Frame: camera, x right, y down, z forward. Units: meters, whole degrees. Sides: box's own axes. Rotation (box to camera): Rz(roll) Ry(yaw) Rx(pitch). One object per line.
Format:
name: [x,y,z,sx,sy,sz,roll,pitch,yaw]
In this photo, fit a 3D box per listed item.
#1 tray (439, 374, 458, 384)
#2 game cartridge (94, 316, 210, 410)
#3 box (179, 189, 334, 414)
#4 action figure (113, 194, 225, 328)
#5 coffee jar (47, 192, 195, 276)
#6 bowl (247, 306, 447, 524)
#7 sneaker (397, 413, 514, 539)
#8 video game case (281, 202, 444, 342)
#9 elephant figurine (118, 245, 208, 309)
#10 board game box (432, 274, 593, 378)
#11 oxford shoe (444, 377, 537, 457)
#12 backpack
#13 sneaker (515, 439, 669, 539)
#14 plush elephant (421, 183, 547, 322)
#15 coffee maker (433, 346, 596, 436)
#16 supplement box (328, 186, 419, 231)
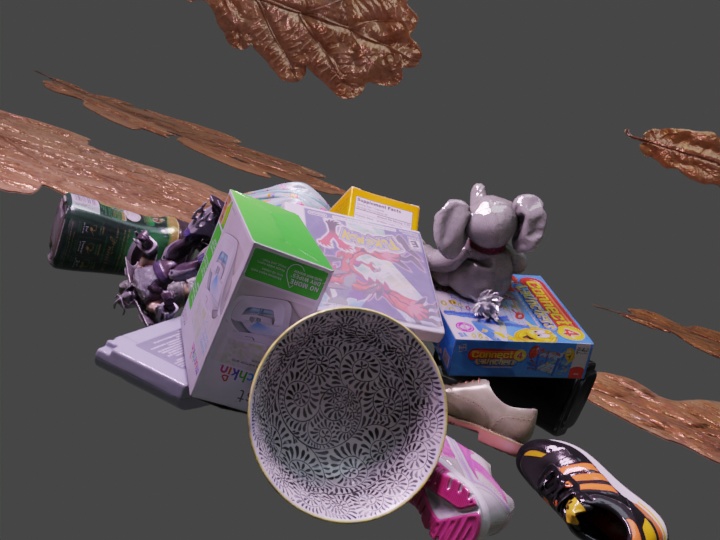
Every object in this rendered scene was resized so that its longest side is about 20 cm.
tray: [0.049,0.150,1.191,0.198,0.022,0.107,21,14,3]
game cartridge: [-0.198,0.105,0.983,0.132,0.041,0.200,20,13,16]
box: [-0.121,0.031,0.927,0.096,0.178,0.200,20,14,-21]
action figure: [-0.238,-0.007,1.067,0.131,0.199,0.069,60,12,19]
coffee jar: [-0.336,-0.039,1.207,0.198,0.105,0.085,13,17,-29]
bowl: [-0.022,0.141,0.838,0.199,0.203,0.094,16,-12,-16]
sneaker: [0.083,0.214,0.878,0.088,0.082,0.200,15,20,-38]
video game case: [0.000,0.000,1.056,0.198,0.023,0.183,12,43,-21]
elephant figurine: [-0.197,0.019,1.160,0.198,0.143,0.155,9,-23,32]
board game box: [0.191,0.071,1.174,0.193,0.056,0.200,3,26,-13]
oxford shoe: [0.134,0.169,1.097,0.198,0.074,0.071,25,-2,8]
backpack: [-0.137,-0.051,1.284,0.198,0.128,0.167,-12,-36,37]
sneaker: [0.245,0.254,0.950,0.090,0.071,0.199,10,18,-47]
plush elephant: [0.165,-0.045,1.155,0.163,0.156,0.200,4,25,-12]
coffee maker: [0.228,0.155,1.241,0.199,0.136,0.191,25,29,28]
supplement box: [0.005,0.005,1.175,0.108,0.202,0.109,15,-23,-19]
